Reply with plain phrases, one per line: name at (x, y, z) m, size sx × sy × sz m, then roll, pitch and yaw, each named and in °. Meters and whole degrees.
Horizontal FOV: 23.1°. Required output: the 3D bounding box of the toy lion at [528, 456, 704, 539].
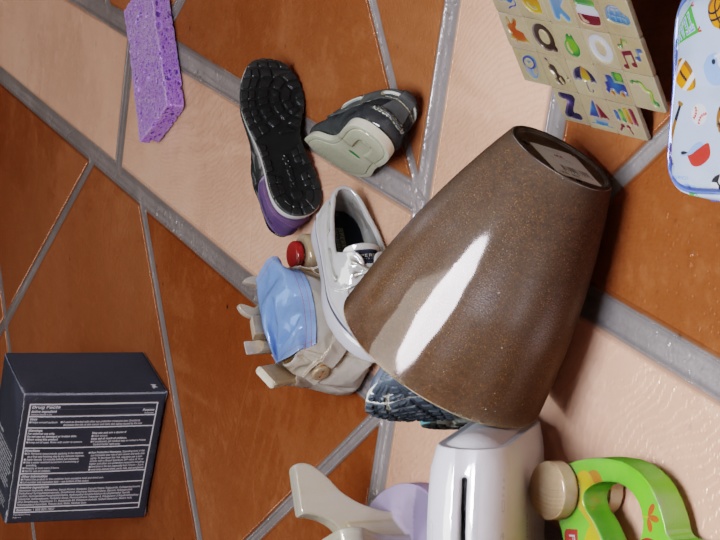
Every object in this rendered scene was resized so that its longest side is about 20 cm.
toy lion at (0.213, 0.241, 1.333) m, size 0.191 × 0.068 × 0.201 m, roll -11°, pitch 80°, yaw 56°

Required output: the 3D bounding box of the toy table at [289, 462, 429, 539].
toy table at (0.000, 0.272, 1.690) m, size 0.200 × 0.117 × 0.184 m, roll 124°, pitch 139°, yaw -49°

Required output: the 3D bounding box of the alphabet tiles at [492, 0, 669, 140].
alphabet tiles at (0.159, -0.190, 1.356) m, size 0.166 × 0.006 × 0.200 m, roll 23°, pitch 145°, yaw 52°

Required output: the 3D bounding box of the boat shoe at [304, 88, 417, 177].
boat shoe at (0.002, -0.139, 1.769) m, size 0.068 × 0.072 × 0.200 m, roll -56°, pitch 14°, yaw -14°

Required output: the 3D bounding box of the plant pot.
plant pot at (0.114, -0.008, 1.426) m, size 0.200 × 0.186 × 0.187 m, roll -60°, pitch 37°, yaw 22°

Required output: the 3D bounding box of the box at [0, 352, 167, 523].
box at (-0.381, 0.220, 2.365) m, size 0.123 × 0.199 × 0.199 m, roll 49°, pitch 131°, yaw 53°

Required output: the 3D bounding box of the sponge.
sponge at (-0.276, -0.283, 2.346) m, size 0.112 × 0.030 × 0.201 m, roll -41°, pitch 54°, yaw 57°

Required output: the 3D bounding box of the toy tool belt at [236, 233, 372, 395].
toy tool belt at (-0.070, 0.040, 1.824) m, size 0.125 × 0.122 × 0.200 m, roll -62°, pitch 37°, yaw 43°

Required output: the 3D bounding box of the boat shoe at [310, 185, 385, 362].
boat shoe at (0.000, 0.000, 1.751) m, size 0.066 × 0.072 × 0.200 m, roll 111°, pitch 155°, yaw -43°

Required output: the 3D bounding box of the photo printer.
photo printer at (0.102, 0.205, 1.419) m, size 0.200 × 0.069 × 0.167 m, roll -8°, pitch -82°, yaw -75°

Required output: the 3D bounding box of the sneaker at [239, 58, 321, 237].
sneaker at (-0.102, -0.134, 1.952) m, size 0.088 × 0.075 × 0.201 m, roll 129°, pitch 135°, yaw -60°

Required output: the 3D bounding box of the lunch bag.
lunch bag at (0.284, -0.113, 1.173) m, size 0.200 × 0.075 × 0.161 m, roll 10°, pitch 101°, yaw 62°

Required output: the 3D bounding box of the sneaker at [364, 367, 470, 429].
sneaker at (0.057, 0.088, 1.516) m, size 0.077 × 0.200 × 0.087 m, roll -4°, pitch 78°, yaw 20°
